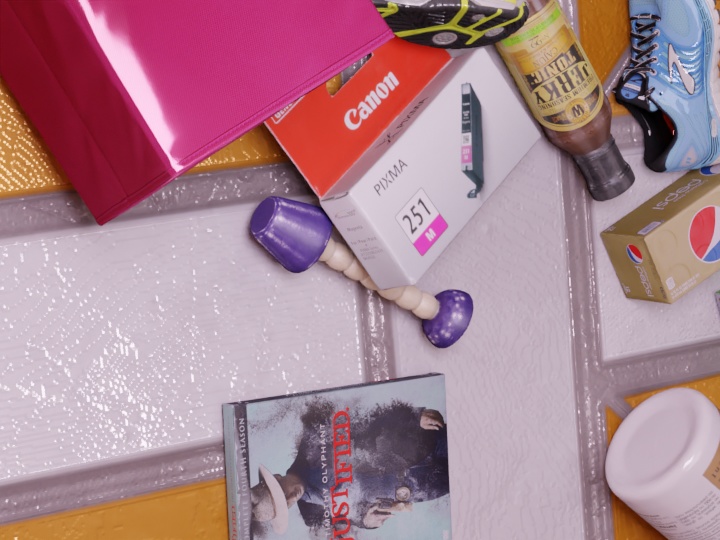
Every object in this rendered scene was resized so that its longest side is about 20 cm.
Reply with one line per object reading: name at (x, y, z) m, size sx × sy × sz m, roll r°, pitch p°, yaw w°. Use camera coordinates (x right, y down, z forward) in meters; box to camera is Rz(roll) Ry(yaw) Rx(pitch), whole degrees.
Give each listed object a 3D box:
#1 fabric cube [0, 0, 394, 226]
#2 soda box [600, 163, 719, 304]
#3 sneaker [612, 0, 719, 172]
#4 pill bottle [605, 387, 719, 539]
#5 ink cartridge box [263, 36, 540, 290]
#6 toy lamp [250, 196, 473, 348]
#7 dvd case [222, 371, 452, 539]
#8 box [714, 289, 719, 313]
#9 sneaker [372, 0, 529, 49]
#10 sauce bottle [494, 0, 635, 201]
fabric cube at (-0.135, -0.176, 1.474) m, size 0.196 × 0.200 × 0.200 m, roll -35°, pitch 95°, yaw -24°
soda box at (0.309, -0.051, 1.856) m, size 0.200 × 0.064 × 0.068 m, roll -33°, pitch 110°, yaw -24°
sneaker at (0.257, -0.174, 1.808) m, size 0.090 × 0.078 × 0.200 m, roll -23°, pitch 106°, yaw -24°
pill bottle at (0.316, 0.200, 1.852) m, size 0.200 × 0.114 × 0.114 m, roll 40°, pitch 74°, yaw -28°
ink cartridge box at (0.035, -0.113, 1.665) m, size 0.200 × 0.044 × 0.174 m, roll -49°, pitch 113°, yaw -34°
toy lamp at (0.000, 0.000, 1.677) m, size 0.200 × 0.058 × 0.058 m, roll 29°, pitch 79°, yaw -29°
dvd case at (-0.016, 0.164, 1.702) m, size 0.200 × 0.022 × 0.146 m, roll -6°, pitch 97°, yaw -30°
box at (0.426, 0.091, 1.861) m, size 0.097 × 0.200 × 0.177 m, roll -23°, pitch 106°, yaw -27°
sneaker at (0.040, -0.223, 1.655) m, size 0.200 × 0.075 × 0.077 m, roll 7°, pitch 65°, yaw -22°
sauce bottle at (0.168, -0.149, 1.762) m, size 0.065 × 0.065 × 0.200 m, roll -42°, pitch 113°, yaw -22°
